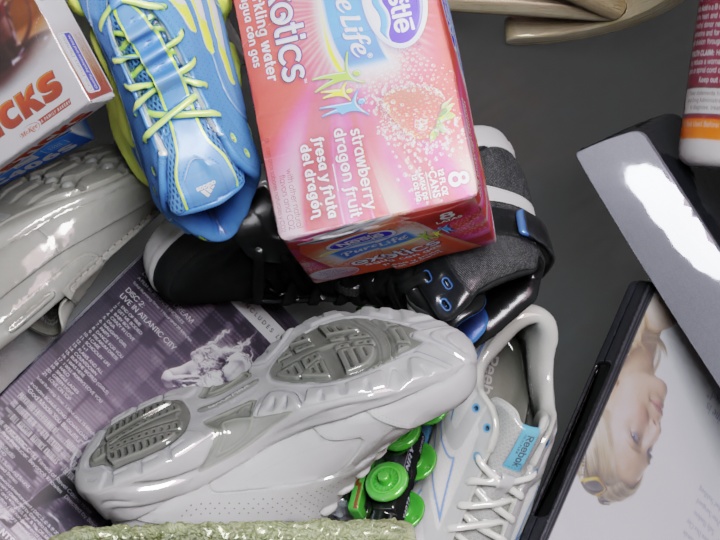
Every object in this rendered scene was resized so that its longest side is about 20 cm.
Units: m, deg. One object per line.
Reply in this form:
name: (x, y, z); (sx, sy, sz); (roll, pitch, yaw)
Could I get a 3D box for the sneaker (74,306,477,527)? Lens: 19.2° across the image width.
sneaker: (-0.030, 0.088, 1.023); (0.199, 0.078, 0.100); (-21, 119, 9)

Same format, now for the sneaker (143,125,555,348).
sneaker: (0.000, 0.000, 1.053); (0.199, 0.073, 0.112); (-17, 55, -10)

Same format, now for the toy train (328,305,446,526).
toy train: (0.020, 0.046, 1.096); (0.056, 0.042, 0.201); (1, 55, 23)

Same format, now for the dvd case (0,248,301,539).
dvd case: (-0.101, 0.087, 1.070); (0.149, 0.016, 0.200); (45, 64, -4)

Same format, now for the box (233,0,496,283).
box: (-0.004, -0.106, 0.996); (0.095, 0.100, 0.201); (-13, 77, 6)

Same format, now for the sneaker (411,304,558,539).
sneaker: (0.061, 0.106, 1.093); (0.075, 0.087, 0.201); (16, 71, -19)

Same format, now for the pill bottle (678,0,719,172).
pill bottle: (0.236, -0.148, 1.119); (0.114, 0.114, 0.201); (7, 92, -20)

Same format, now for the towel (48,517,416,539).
towel: (-0.063, 0.182, 1.003); (0.199, 0.037, 0.149); (5, 116, -23)

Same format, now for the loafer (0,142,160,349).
loafer: (-0.162, -0.002, 1.050); (0.200, 0.070, 0.070); (-33, 119, -30)

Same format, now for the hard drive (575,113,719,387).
hard drive: (0.197, 0.005, 1.161); (0.201, 0.042, 0.135); (58, 22, 3)

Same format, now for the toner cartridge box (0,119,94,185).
toner cartridge box: (-0.216, -0.136, 1.049); (0.095, 0.043, 0.201); (-26, 85, 8)

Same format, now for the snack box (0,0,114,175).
snack box: (-0.204, -0.062, 0.983); (0.072, 0.200, 0.024); (61, 28, 3)

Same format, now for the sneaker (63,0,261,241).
sneaker: (-0.079, -0.092, 0.960); (0.075, 0.200, 0.105); (-24, 52, -9)

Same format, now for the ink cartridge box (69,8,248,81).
ink cartridge box: (-0.126, -0.152, 1.043); (0.068, 0.200, 0.115); (-32, 51, 4)

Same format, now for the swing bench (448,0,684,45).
swing bench: (0.075, -0.243, 1.178); (0.199, 0.130, 0.200); (8, 71, -26)

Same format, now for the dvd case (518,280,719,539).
dvd case: (0.150, 0.126, 1.130); (0.143, 0.017, 0.201); (44, 61, -35)
